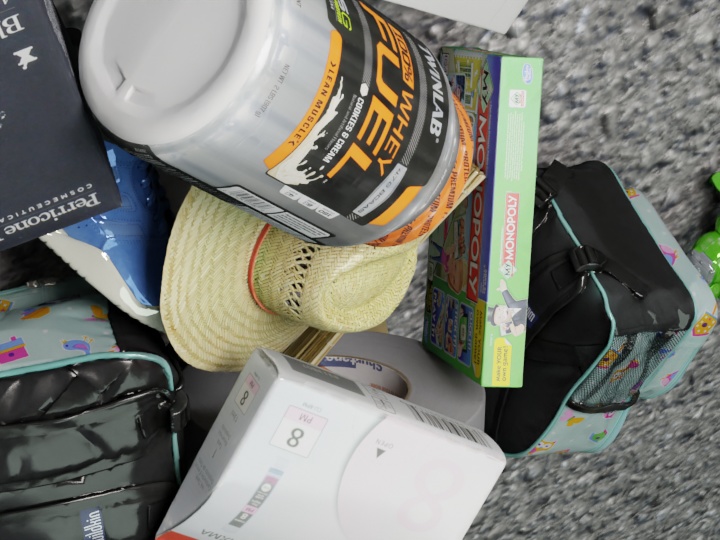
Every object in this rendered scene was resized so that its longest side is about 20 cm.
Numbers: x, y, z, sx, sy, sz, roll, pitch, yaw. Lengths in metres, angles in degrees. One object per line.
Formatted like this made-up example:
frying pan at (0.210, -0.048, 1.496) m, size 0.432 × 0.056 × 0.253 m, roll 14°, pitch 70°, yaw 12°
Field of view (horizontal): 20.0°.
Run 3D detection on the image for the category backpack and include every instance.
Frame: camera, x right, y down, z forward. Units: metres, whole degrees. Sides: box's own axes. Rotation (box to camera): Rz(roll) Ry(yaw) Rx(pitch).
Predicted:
backpack at (0.150, 0.037, 1.493) m, size 0.153 × 0.176 × 0.200 m, roll 0°, pitch 136°, yaw -39°
backpack at (-0.212, 0.103, 1.209) m, size 0.200 × 0.153 × 0.176 m, roll -13°, pitch 123°, yaw -17°

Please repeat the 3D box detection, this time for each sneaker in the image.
sneaker at (-0.126, -0.052, 1.147) m, size 0.200 × 0.077 × 0.111 m, roll 41°, pitch 105°, yaw -21°

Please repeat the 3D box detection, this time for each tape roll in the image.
tape roll at (-0.020, 0.104, 1.312) m, size 0.200 × 0.200 × 0.066 m, roll -13°, pitch 114°, yaw -34°

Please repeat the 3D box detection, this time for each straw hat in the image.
straw hat at (-0.016, -0.008, 1.164) m, size 0.201 × 0.085 × 0.201 m, roll -38°, pitch 142°, yaw -38°

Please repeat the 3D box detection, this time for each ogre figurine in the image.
ogre figurine at (0.318, -0.037, 1.646) m, size 0.200 × 0.098 × 0.120 m, roll -27°, pitch 167°, yaw 11°

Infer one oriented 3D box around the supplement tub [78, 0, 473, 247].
supplement tub at (-0.034, -0.085, 1.017) m, size 0.123 × 0.123 × 0.200 m, roll -47°, pitch 144°, yaw 13°

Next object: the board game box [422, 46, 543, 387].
board game box at (0.075, -0.038, 1.287) m, size 0.029 × 0.135 × 0.201 m, roll 1°, pitch 98°, yaw -13°

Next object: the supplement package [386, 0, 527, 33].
supplement package at (0.017, -0.220, 1.097) m, size 0.200 × 0.117 × 0.117 m, roll 7°, pitch 125°, yaw -48°

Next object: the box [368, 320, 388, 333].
box at (-0.061, 0.097, 1.468) m, size 0.200 × 0.021 × 0.164 m, roll -38°, pitch 154°, yaw -13°

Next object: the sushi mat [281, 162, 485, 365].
sushi mat at (0.000, 0.000, 1.276) m, size 0.012 × 0.096 × 0.200 m, roll 36°, pitch 101°, yaw -22°

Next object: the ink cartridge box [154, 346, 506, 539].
ink cartridge box at (-0.032, 0.159, 1.188) m, size 0.162 × 0.057 × 0.200 m, roll 22°, pitch 101°, yaw -28°

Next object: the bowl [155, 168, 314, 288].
bowl at (-0.059, -0.064, 1.259) m, size 0.200 × 0.075 × 0.200 m, roll 11°, pitch 122°, yaw -51°

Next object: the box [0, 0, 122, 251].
box at (-0.239, -0.094, 0.974) m, size 0.196 × 0.118 × 0.200 m, roll -21°, pitch 146°, yaw -4°
